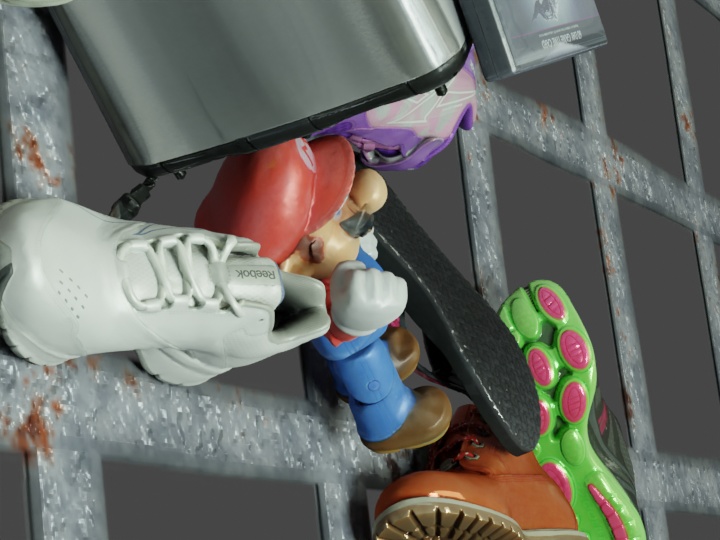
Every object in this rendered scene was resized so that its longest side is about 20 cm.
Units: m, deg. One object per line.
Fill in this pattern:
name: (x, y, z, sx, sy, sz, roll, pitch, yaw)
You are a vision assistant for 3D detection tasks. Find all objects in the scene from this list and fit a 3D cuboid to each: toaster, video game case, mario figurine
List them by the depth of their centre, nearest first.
video game case: (0.055, -0.190, 0.920, 0.143, 0.019, 0.200, -26, 96, -64)
toaster: (-0.037, -0.138, 0.932, 0.119, 0.180, 0.200, 61, 29, -25)
mario figurine: (0.000, 0.000, 1.004, 0.106, 0.123, 0.200, -55, 139, -25)

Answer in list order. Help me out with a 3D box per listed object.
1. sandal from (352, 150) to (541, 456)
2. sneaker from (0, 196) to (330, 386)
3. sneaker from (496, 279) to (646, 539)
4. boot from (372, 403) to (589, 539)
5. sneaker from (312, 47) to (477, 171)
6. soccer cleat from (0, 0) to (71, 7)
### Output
sandal: (0.035, 0.022, 1.141, 0.200, 0.045, 0.075, 53, 25, 0)
sneaker: (-0.086, 0.003, 0.867, 0.200, 0.087, 0.075, 12, 68, -61)
sneaker: (0.129, 0.100, 1.296, 0.084, 0.077, 0.200, -75, 150, -74)
boot: (0.057, 0.124, 1.137, 0.200, 0.075, 0.107, 22, 45, -58)
sneaker: (0.011, -0.092, 1.108, 0.200, 0.080, 0.089, -30, 117, -53)
soccer cleat: (-0.181, -0.122, 0.764, 0.200, 0.069, 0.078, 15, 69, -54)
